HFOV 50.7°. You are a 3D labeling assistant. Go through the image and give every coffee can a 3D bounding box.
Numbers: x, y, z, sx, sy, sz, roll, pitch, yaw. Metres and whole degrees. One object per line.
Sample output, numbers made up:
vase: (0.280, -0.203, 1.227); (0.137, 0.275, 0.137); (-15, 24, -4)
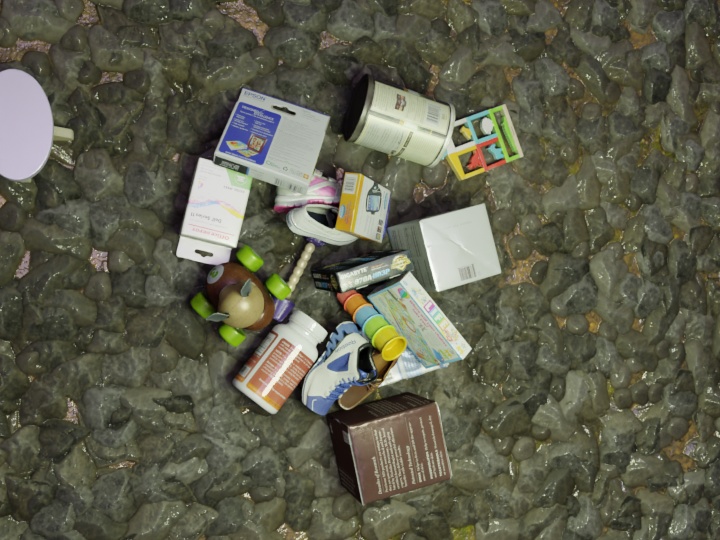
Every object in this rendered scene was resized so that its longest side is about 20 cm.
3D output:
coffee can: (0.081, -0.317, 1.624); (0.200, 0.146, 0.147); (15, 84, -16)

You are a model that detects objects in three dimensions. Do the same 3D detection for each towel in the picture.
towel: (0.078, 0.173, 1.627); (0.200, 0.024, 0.147); (-17, 108, 1)

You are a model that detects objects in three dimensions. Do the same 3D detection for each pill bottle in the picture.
pill bottle: (-0.160, 0.184, 1.555); (0.112, 0.112, 0.200); (40, 78, -12)

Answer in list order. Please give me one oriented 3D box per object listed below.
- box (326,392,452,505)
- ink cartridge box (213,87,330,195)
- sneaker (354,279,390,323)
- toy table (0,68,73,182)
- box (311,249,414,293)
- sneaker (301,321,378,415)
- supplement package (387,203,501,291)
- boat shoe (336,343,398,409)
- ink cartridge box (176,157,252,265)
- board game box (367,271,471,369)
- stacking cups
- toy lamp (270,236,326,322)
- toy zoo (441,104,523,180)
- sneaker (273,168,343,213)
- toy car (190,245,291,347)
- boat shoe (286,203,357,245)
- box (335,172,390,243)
box: (0.058, 0.365, 1.586); (0.200, 0.166, 0.165); (-12, 93, -16)
ink cartridge box: (-0.179, -0.269, 1.566); (0.197, 0.047, 0.200); (18, 52, -5)
sneaker: (0.087, 0.071, 1.652); (0.200, 0.071, 0.099); (3, 92, -12)
toy table: (-0.640, -0.261, 1.422); (0.184, 0.117, 0.200); (9, 85, -16)
box: (0.000, 0.000, 1.562); (0.159, 0.200, 0.046); (-17, 96, -16)
sneaker: (-0.034, 0.214, 1.541); (0.081, 0.115, 0.200); (18, 101, -49)
supplement package: (0.173, -0.044, 1.615); (0.152, 0.200, 0.151); (-15, 93, -17)
boat shoe: (0.016, 0.216, 1.591); (0.072, 0.068, 0.200); (37, 102, -11)
ink cartridge box: (-0.298, -0.114, 1.545); (0.117, 0.067, 0.200); (13, 85, -16)
board game box: (0.116, 0.105, 1.535); (0.200, 0.134, 0.034); (51, 58, -8)
stacking cups: (0.017, 0.104, 1.571); (0.060, 0.200, 0.061); (-20, 132, -24)
toy lamp: (-0.138, 0.014, 1.597); (0.058, 0.058, 0.200); (31, 78, -14)
toy zoo: (0.266, -0.290, 1.744); (0.200, 0.020, 0.131); (-23, 95, -16)
sneaker: (-0.088, -0.175, 1.603); (0.200, 0.081, 0.088); (-5, 84, -23)
toy car: (-0.243, 0.052, 1.464); (0.158, 0.200, 0.164); (44, 91, 1)
boat shoe: (-0.059, -0.098, 1.576); (0.200, 0.065, 0.074); (1, 70, -47)
box: (0.011, -0.127, 1.598); (0.041, 0.200, 0.119); (9, 87, 21)
